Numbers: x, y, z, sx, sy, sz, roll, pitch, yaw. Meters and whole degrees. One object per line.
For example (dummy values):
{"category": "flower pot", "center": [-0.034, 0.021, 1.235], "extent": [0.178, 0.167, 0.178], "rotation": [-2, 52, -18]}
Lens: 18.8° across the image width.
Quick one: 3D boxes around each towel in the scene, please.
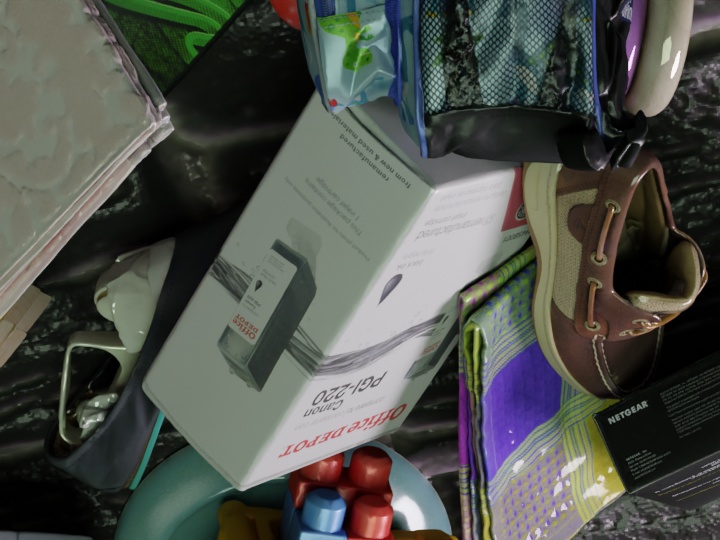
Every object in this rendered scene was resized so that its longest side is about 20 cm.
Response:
{"category": "towel", "center": [0.105, 0.067, 1.152], "extent": [0.143, 0.023, 0.200], "rotation": [-32, 133, -34]}
{"category": "towel", "center": [-0.191, -0.081, 0.995], "extent": [0.191, 0.200, 0.032], "rotation": [-42, 157, 25]}

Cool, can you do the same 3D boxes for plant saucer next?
{"category": "plant saucer", "center": [-0.045, 0.174, 1.265], "extent": [0.199, 0.027, 0.201], "rotation": [-2, 124, -3]}

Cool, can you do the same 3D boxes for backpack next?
{"category": "backpack", "center": [0.044, -0.152, 0.903], "extent": [0.147, 0.183, 0.201], "rotation": [2, 101, 1]}

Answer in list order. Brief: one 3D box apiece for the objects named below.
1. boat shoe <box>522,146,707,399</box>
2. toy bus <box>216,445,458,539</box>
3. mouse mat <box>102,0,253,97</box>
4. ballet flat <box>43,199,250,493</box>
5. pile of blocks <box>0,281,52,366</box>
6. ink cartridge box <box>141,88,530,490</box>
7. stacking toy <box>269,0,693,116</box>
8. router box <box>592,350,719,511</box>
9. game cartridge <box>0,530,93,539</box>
{"category": "boat shoe", "center": [0.131, 0.004, 1.063], "extent": [0.072, 0.072, 0.200], "rotation": [-43, 143, -25]}
{"category": "toy bus", "center": [0.002, 0.194, 1.201], "extent": [0.199, 0.136, 0.192], "rotation": [12, 107, -14]}
{"category": "mouse mat", "center": [-0.133, -0.178, 1.030], "extent": [0.200, 0.008, 0.161], "rotation": [34, 116, -24]}
{"category": "ballet flat", "center": [-0.116, 0.038, 1.143], "extent": [0.073, 0.073, 0.200], "rotation": [20, 123, -16]}
{"category": "pile of blocks", "center": [-0.194, -0.045, 1.077], "extent": [0.082, 0.062, 0.200], "rotation": [-19, 134, -41]}
{"category": "ink cartridge box", "center": [0.000, 0.000, 1.071], "extent": [0.085, 0.146, 0.200], "rotation": [46, 121, 20]}
{"category": "stacking toy", "center": [0.053, -0.126, 1.035], "extent": [0.199, 0.085, 0.086], "rotation": [7, 124, -5]}
{"category": "router box", "center": [0.236, 0.062, 1.143], "extent": [0.200, 0.051, 0.149], "rotation": [-27, 162, 14]}
{"category": "game cartridge", "center": [-0.246, 0.177, 1.211], "extent": [0.199, 0.041, 0.133], "rotation": [0, 154, -3]}
